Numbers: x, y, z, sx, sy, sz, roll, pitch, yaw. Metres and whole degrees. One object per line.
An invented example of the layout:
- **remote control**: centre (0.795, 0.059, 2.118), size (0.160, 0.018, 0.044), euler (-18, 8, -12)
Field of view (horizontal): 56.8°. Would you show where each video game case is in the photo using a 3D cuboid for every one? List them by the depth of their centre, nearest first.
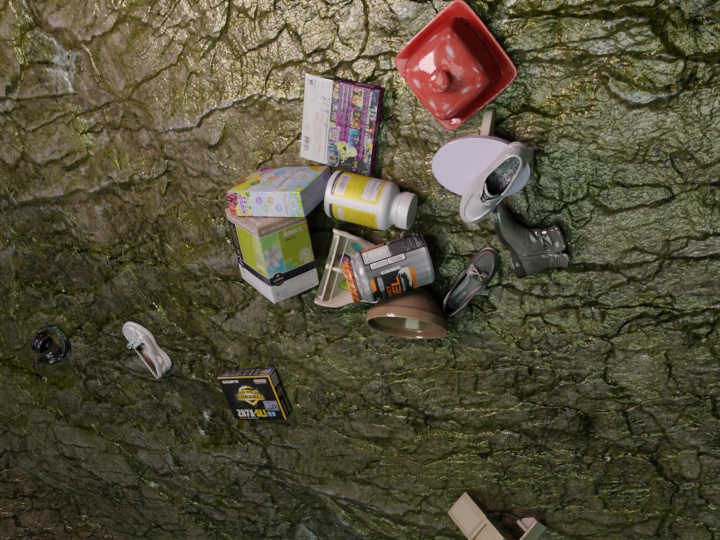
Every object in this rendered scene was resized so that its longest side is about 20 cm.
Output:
- **video game case**: centre (-0.046, -0.331, 1.505), size (0.179, 0.036, 0.202), euler (17, 123, 16)

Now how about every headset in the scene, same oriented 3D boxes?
- **headset**: centre (-1.088, 0.272, 2.331), size (0.124, 0.094, 0.200), euler (46, 111, 0)

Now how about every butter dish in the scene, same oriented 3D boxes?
- **butter dish**: centre (0.170, -0.385, 1.305), size (0.199, 0.148, 0.200), euler (-35, 99, 36)

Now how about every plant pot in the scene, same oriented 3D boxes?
- **plant pot**: centre (0.116, 0.097, 1.611), size (0.198, 0.094, 0.201), euler (8, 161, 3)

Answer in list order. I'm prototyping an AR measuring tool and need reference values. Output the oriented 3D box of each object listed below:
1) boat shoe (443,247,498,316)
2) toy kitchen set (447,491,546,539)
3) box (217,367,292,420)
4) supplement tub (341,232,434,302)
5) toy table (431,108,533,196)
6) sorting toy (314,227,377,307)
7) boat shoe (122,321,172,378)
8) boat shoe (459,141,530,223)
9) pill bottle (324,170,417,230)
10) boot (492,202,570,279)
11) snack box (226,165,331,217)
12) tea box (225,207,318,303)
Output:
- **boat shoe**: centre (0.256, 0.034, 1.555), size (0.067, 0.057, 0.201), euler (35, 126, 3)
- **toy kitchen set**: centre (0.395, 0.711, 1.876), size (0.164, 0.180, 0.200), euler (-49, 131, 1)
- **box**: centre (-0.322, 0.378, 2.029), size (0.198, 0.049, 0.161), euler (-6, 116, 28)
- **supplement tub**: centre (0.063, -0.002, 1.540), size (0.198, 0.123, 0.124), euler (-18, 112, 0)
- **toy table**: centre (0.258, -0.226, 1.371), size (0.198, 0.117, 0.186), euler (17, 124, 16)
- **sorting toy**: centre (0.000, 0.000, 1.639), size (0.178, 0.107, 0.202), euler (18, 115, 1)
- **boat shoe**: centre (-0.686, 0.250, 2.117), size (0.074, 0.065, 0.203), euler (-30, 102, 34)
- **boat shoe**: centre (0.256, -0.159, 1.295), size (0.072, 0.069, 0.200), euler (43, 128, -2)
- **pill bottle**: centre (0.025, -0.155, 1.524), size (0.198, 0.111, 0.113), euler (15, 123, 17)
- **boot**: centre (0.372, -0.080, 1.441), size (0.129, 0.068, 0.201), euler (-18, 116, 27)
- **snack box**: centre (-0.187, -0.188, 1.570), size (0.197, 0.169, 0.068), euler (3, 120, 22)
- **tea box**: centre (-0.217, -0.060, 1.627), size (0.199, 0.133, 0.199), euler (30, 137, 52)
